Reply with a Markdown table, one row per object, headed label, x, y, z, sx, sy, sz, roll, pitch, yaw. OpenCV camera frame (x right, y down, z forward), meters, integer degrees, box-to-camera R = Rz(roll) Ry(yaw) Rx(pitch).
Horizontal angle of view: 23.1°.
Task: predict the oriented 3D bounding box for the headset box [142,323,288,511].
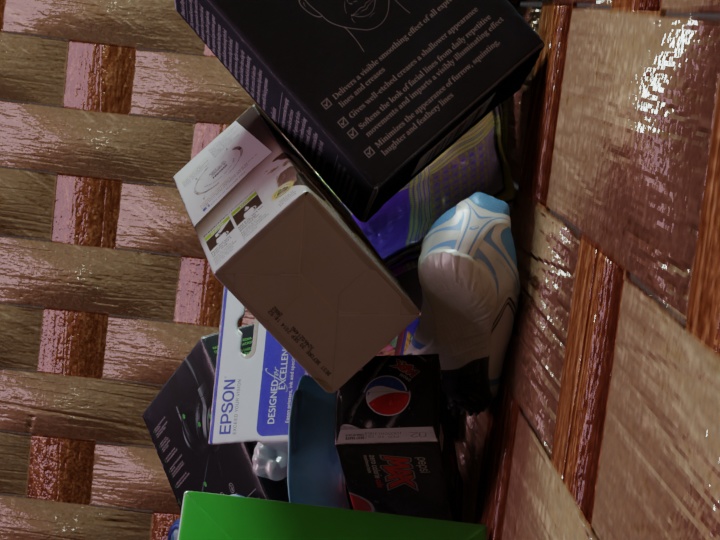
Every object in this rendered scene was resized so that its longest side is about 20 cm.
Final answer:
| label | x | y | z | sx | sy | sz | roll | pitch | yaw |
| --- | --- | --- | --- | --- | --- | --- | --- | --- | --- |
| headset box | -0.099 | 0.159 | 1.553 | 0.201 | 0.092 | 0.174 | 65 | 147 | 17 |

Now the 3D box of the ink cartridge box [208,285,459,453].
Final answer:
| label | x | y | z | sx | sy | sz | roll | pitch | yaw |
| --- | --- | --- | --- | --- | --- | --- | --- | --- | --- |
| ink cartridge box | -0.015 | 0.043 | 1.387 | 0.047 | 0.199 | 0.199 | 39 | -130 | -56 |

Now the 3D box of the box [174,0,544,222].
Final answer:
| label | x | y | z | sx | sy | sz | roll | pitch | yaw |
| --- | --- | --- | --- | --- | --- | --- | --- | --- | --- |
| box | -0.006 | -0.160 | 1.148 | 0.148 | 0.200 | 0.107 | -40 | -4 | -10 |

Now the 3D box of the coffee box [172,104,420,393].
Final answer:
| label | x | y | z | sx | sy | sz | roll | pitch | yaw |
| --- | --- | --- | --- | --- | --- | --- | --- | --- | --- |
| coffee box | -0.046 | -0.019 | 1.141 | 0.080 | 0.113 | 0.200 | -41 | 24 | 3 |

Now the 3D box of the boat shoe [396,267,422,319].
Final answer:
| label | x | y | z | sx | sy | sz | roll | pitch | yaw |
| --- | --- | --- | --- | --- | --- | --- | --- | --- | --- |
| boat shoe | 0.000 | 0.000 | 1.318 | 0.072 | 0.199 | 0.073 | -22 | -60 | -44 |

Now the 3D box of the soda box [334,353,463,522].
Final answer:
| label | x | y | z | sx | sy | sz | roll | pitch | yaw |
| --- | --- | --- | --- | --- | --- | --- | --- | --- | --- |
| soda box | 0.028 | 0.130 | 1.174 | 0.200 | 0.070 | 0.064 | 77 | -168 | -58 |

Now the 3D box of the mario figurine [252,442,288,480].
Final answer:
| label | x | y | z | sx | sy | sz | roll | pitch | yaw |
| --- | --- | --- | --- | --- | --- | --- | --- | --- | --- |
| mario figurine | -0.017 | 0.123 | 1.407 | 0.106 | 0.200 | 0.124 | -29 | -32 | -41 |

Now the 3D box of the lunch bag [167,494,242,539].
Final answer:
| label | x | y | z | sx | sy | sz | roll | pitch | yaw |
| --- | --- | --- | --- | --- | --- | --- | --- | --- | --- |
| lunch bag | -0.081 | 0.298 | 1.434 | 0.200 | 0.082 | 0.162 | 43 | 142 | 34 |

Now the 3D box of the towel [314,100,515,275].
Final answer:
| label | x | y | z | sx | sy | sz | roll | pitch | yaw |
| --- | --- | --- | --- | --- | --- | --- | --- | --- | --- |
| towel | 0.024 | -0.054 | 1.252 | 0.023 | 0.199 | 0.144 | 46 | -149 | -36 |

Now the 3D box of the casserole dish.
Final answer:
| label | x | y | z | sx | sy | sz | roll | pitch | yaw |
| --- | --- | --- | --- | --- | --- | --- | --- | --- | --- |
| casserole dish | -0.014 | 0.163 | 1.261 | 0.201 | 0.038 | 0.122 | 75 | -165 | -44 |

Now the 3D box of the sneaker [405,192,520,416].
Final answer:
| label | x | y | z | sx | sy | sz | roll | pitch | yaw |
| --- | --- | --- | --- | --- | --- | --- | --- | --- | --- |
| sneaker | 0.070 | 0.028 | 1.128 | 0.073 | 0.072 | 0.201 | -54 | -17 | -30 |

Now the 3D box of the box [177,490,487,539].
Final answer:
| label | x | y | z | sx | sy | sz | roll | pitch | yaw |
| --- | --- | --- | --- | --- | --- | --- | --- | --- | --- |
| box | -0.027 | 0.244 | 1.145 | 0.177 | 0.198 | 0.097 | 99 | 177 | -46 |
